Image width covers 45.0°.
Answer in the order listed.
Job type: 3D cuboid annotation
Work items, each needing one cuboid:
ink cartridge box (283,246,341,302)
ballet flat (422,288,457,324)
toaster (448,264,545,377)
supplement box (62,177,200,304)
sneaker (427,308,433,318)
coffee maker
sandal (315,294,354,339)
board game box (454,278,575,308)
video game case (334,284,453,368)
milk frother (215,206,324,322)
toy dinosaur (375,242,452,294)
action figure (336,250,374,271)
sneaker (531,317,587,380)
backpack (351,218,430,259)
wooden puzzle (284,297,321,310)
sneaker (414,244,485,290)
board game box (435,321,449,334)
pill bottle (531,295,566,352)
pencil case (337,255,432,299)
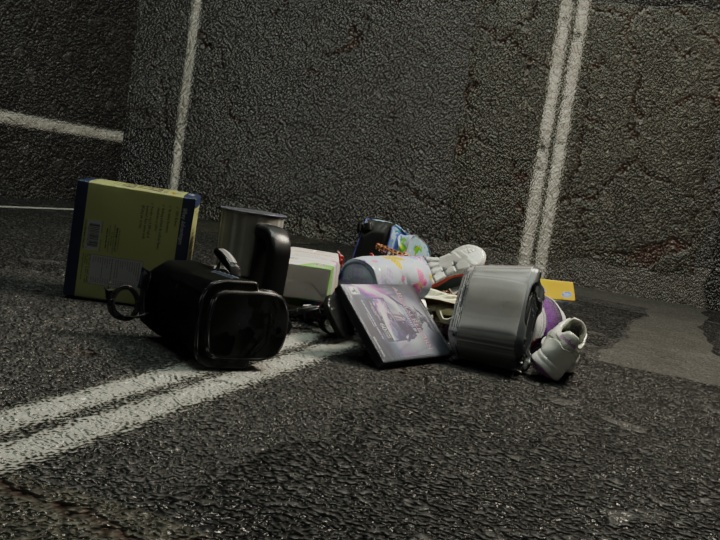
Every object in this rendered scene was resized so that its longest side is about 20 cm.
[{"bbox_3d":[-0.103,0.005,1.691,0.116,0.068,0.200,9,10,5],"label":"ink cartridge box"},{"bbox_3d":[0.138,0.070,1.628,0.198,0.068,0.063,6,35,0],"label":"ballet flat"},{"bbox_3d":[0.224,0.081,1.431,0.128,0.201,0.114,7,-29,22],"label":"toaster"},{"bbox_3d":[-0.397,-0.049,1.529,0.198,0.202,0.134,9,6,-8],"label":"supplement box"},{"bbox_3d":[0.031,0.097,1.482,0.115,0.076,0.199,-1,-6,36],"label":"sneaker"},{"bbox_3d":[-0.222,0.063,1.190,0.191,0.136,0.200,-21,19,-27],"label":"coffee maker"},{"bbox_3d":[-0.044,0.084,1.495,0.048,0.076,0.200,-18,-6,7],"label":"sandal"},{"bbox_3d":[0.300,0.058,1.727,0.198,0.041,0.153,6,-22,-19],"label":"board game box"},{"bbox_3d":[0.056,0.083,1.374,0.199,0.019,0.143,1,53,-52],"label":"video game case"},{"bbox_3d":[-0.150,-0.005,1.530,0.179,0.190,0.199,13,7,36],"label":"milk frother"},{"bbox_3d":[0.105,0.020,1.851,0.199,0.103,0.135,29,45,32],"label":"toy dinosaur"},{"bbox_3d":[0.000,0.000,1.629,0.065,0.100,0.200,-8,8,4],"label":"action figure"},{"bbox_3d":[0.346,0.122,1.442,0.075,0.100,0.200,41,18,10],"label":"sneaker"},{"bbox_3d":[0.074,-0.010,1.992,0.146,0.185,0.200,15,-2,25],"label":"backpack"},{"bbox_3d":[-0.138,0.051,1.716,0.184,0.047,0.200,10,6,11],"label":"wooden puzzle"},{"bbox_3d":[0.151,0.017,1.689,0.198,0.078,0.082,-13,-38,7],"label":"sneaker"},{"bbox_3d":[0.141,0.103,1.722,0.199,0.033,0.120,4,3,-35],"label":"board game box"},{"bbox_3d":[0.307,0.095,1.594,0.111,0.112,0.199,12,2,33],"label":"pill bottle"},{"bbox_3d":[0.046,0.021,1.523,0.083,0.091,0.199,25,17,32],"label":"pencil case"}]
